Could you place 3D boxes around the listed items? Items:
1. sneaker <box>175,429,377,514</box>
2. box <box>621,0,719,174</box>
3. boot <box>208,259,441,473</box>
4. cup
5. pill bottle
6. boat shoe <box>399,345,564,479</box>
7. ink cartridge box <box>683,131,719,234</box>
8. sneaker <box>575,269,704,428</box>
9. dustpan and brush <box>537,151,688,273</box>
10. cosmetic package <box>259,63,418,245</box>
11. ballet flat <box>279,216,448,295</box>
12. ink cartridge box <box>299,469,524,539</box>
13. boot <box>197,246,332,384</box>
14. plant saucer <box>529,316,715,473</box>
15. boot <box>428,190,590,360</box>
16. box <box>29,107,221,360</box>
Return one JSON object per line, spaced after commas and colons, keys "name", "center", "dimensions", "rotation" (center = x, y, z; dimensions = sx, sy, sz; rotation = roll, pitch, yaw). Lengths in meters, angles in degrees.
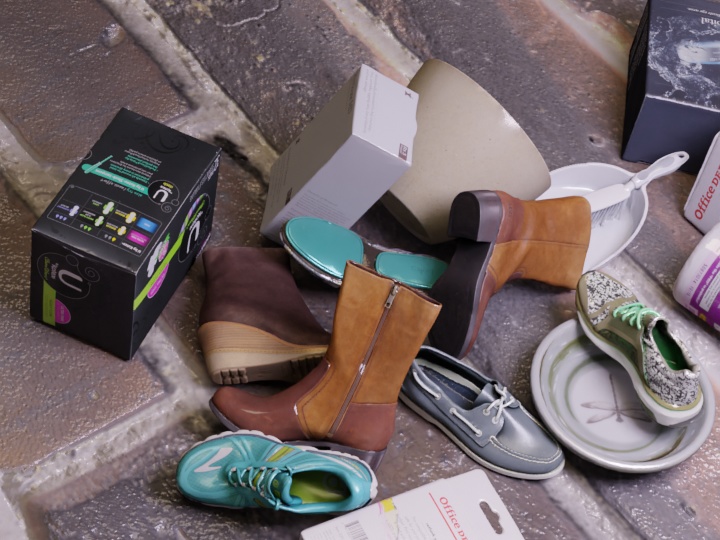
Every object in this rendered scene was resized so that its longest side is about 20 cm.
{"name": "sneaker", "center": [-0.083, 0.198, 1.579], "dimensions": [0.198, 0.080, 0.078], "rotation": [2, 92, 8]}
{"name": "box", "center": [0.433, -0.222, 2.019], "dimensions": [0.195, 0.118, 0.201], "rotation": [12, 51, 0]}
{"name": "boot", "center": [-0.038, 0.087, 1.623], "dimensions": [0.187, 0.201, 0.068], "rotation": [21, 15, 8]}
{"name": "cup", "center": [0.094, -0.115, 1.842], "dimensions": [0.143, 0.200, 0.200], "rotation": [-44, 66, -7]}
{"name": "pill bottle", "center": [0.452, 0.041, 1.806], "dimensions": [0.200, 0.113, 0.112], "rotation": [37, 54, 20]}
{"name": "boat shoe", "center": [0.125, 0.145, 1.695], "dimensions": [0.199, 0.062, 0.073], "rotation": [32, 52, 16]}
{"name": "ink cartridge box", "center": [0.483, -0.064, 1.875], "dimensions": [0.086, 0.147, 0.200], "rotation": [-27, 60, -30]}
{"name": "sneaker", "center": [0.298, 0.062, 1.711], "dimensions": [0.076, 0.089, 0.200], "rotation": [-20, 56, -25]}
{"name": "dustpan and brush", "center": [0.301, -0.088, 1.920], "dimensions": [0.199, 0.057, 0.140], "rotation": [-22, 57, -26]}
{"name": "cosmetic package", "center": [-0.023, -0.115, 1.788], "dimensions": [0.081, 0.200, 0.113], "rotation": [25, 45, -20]}
{"name": "ballet flat", "center": [0.000, 0.000, 1.783], "dimensions": [0.199, 0.072, 0.072], "rotation": [17, 49, -11]}
{"name": "ink cartridge box", "center": [0.051, 0.278, 1.568], "dimensions": [0.199, 0.068, 0.117], "rotation": [-17, 56, -20]}
{"name": "boot", "center": [-0.072, 0.041, 1.738], "dimensions": [0.198, 0.073, 0.167], "rotation": [0, 53, -5]}
{"name": "plant saucer", "center": [0.271, 0.137, 1.735], "dimensions": [0.198, 0.050, 0.201], "rotation": [5, 50, -6]}
{"name": "boot", "center": [0.164, 0.007, 1.787], "dimensions": [0.068, 0.190, 0.199], "rotation": [8, 4, 44]}
{"name": "box", "center": [-0.246, -0.040, 1.726], "dimensions": [0.123, 0.149, 0.201], "rotation": [22, 51, 7]}
